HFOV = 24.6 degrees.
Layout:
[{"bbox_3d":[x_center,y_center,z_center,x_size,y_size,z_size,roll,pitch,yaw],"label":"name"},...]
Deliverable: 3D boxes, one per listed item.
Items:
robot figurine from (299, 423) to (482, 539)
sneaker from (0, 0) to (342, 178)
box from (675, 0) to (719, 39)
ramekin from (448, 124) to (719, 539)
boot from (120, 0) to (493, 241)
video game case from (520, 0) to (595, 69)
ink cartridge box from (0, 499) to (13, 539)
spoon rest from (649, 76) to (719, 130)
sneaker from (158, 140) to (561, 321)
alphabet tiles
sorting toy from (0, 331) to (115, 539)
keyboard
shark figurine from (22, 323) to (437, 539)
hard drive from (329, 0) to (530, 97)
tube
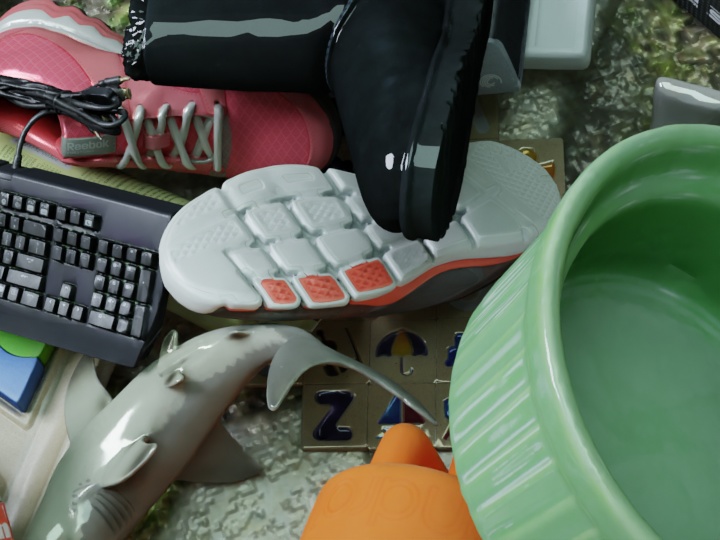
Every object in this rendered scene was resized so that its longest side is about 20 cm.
[{"bbox_3d":[0.014,0.163,0.687,0.143,0.117,0.201,24,57,-2],"label":"robot figurine"},{"bbox_3d":[-0.109,-0.072,0.818,0.198,0.074,0.087,13,36,14],"label":"sneaker"},{"bbox_3d":[0.219,-0.235,0.896,0.200,0.048,0.193,-41,65,-11],"label":"box"},{"bbox_3d":[0.130,0.056,0.625,0.198,0.098,0.202,13,59,-22],"label":"ramekin"},{"bbox_3d":[-0.027,-0.095,0.739,0.161,0.074,0.199,7,44,7],"label":"boot"},{"bbox_3d":[0.031,-0.198,0.883,0.198,0.024,0.184,3,76,16],"label":"video game case"},{"bbox_3d":[-0.192,0.150,0.709,0.109,0.050,0.202,-30,73,38],"label":"ink cartridge box"},{"bbox_3d":[0.134,0.013,0.790,0.098,0.061,0.202,16,81,6],"label":"spoon rest"},{"bbox_3d":[0.000,0.000,0.761,0.198,0.082,0.078,-9,58,-25],"label":"sneaker"},{"bbox_3d":[0.022,-0.005,0.833,0.165,0.006,0.202,-2,65,6],"label":"alphabet tiles"},{"bbox_3d":[-0.229,0.061,0.814,0.198,0.037,0.186,15,68,13],"label":"sorting toy"},{"bbox_3d":[-0.167,-0.037,0.774,0.198,0.021,0.128,13,93,26],"label":"keyboard"},{"bbox_3d":[-0.064,0.071,0.750,0.214,0.089,0.129,-36,36,26],"label":"shark figurine"},{"bbox_3d":[-0.011,-0.159,0.848,0.198,0.042,0.136,4,77,15],"label":"hard drive"},{"bbox_3d":[-0.105,-0.013,0.825,0.199,0.052,0.058,23,89,17],"label":"tube"}]
